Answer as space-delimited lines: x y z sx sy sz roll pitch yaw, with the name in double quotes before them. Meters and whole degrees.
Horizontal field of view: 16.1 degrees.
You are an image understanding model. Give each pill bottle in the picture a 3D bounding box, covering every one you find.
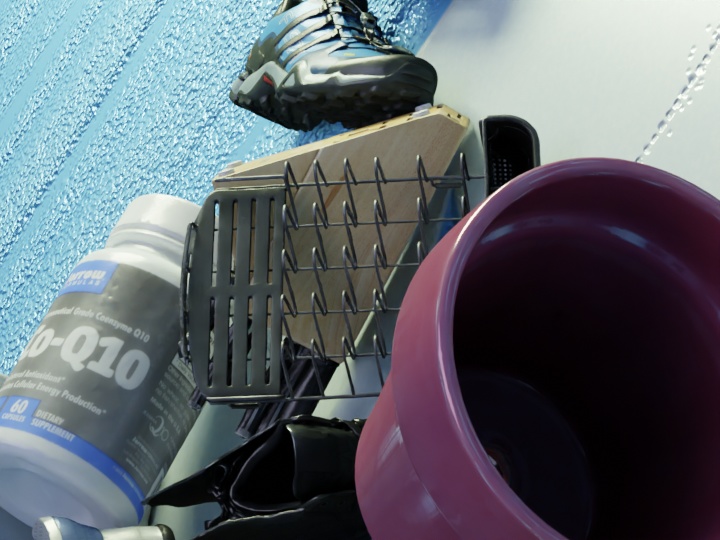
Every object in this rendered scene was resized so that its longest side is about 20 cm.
"pill bottle" -0.146 0.059 1.554 0.114 0.114 0.200 -16 40 52

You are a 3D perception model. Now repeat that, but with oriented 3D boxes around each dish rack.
"dish rack" 0.000 0.000 1.365 0.200 0.055 0.154 -3 60 7

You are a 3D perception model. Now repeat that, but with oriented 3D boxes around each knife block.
"knife block" -0.013 0.013 1.462 0.200 0.176 0.064 -17 8 6

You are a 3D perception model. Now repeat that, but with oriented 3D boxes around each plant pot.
"plant pot" 0.089 0.074 1.175 0.179 0.200 0.200 134 146 -57

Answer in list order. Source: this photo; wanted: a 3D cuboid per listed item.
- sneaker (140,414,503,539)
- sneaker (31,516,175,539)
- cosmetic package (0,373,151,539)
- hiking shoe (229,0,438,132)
"sneaker" -0.004 0.103 1.305 0.200 0.104 0.060 -24 66 21
"sneaker" -0.131 0.228 1.503 0.081 0.115 0.200 -122 31 -55
"cosmetic package" -0.268 0.138 1.645 0.200 0.199 0.123 -12 62 53
"hiking shoe" -0.015 -0.133 1.549 0.200 0.074 0.087 9 80 58
